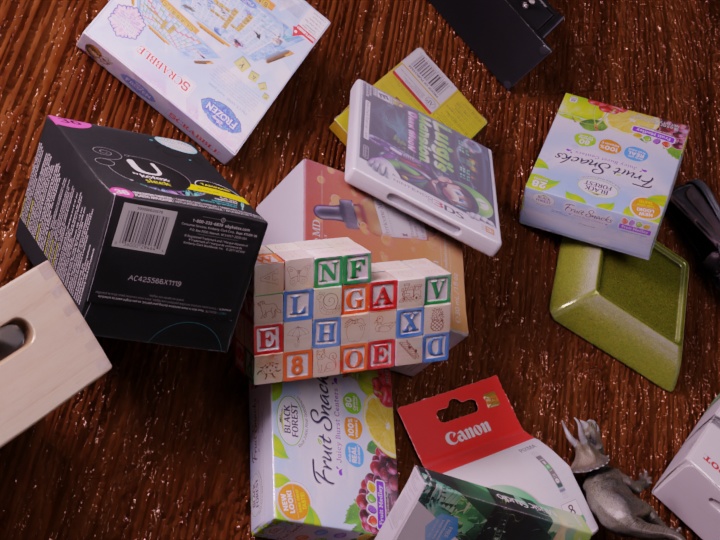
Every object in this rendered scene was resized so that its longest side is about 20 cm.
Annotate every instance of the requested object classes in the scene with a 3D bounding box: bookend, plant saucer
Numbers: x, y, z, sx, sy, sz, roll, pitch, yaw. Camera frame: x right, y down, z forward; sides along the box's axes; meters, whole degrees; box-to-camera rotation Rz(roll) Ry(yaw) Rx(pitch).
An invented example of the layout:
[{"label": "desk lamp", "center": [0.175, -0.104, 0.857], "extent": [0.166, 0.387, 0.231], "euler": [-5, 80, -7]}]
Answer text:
[{"label": "bookend", "center": [0.197, -0.376, 1.793], "extent": [0.200, 0.092, 0.199], "euler": [48, 46, -3]}, {"label": "plant saucer", "center": [0.335, 0.018, 1.681], "extent": [0.199, 0.048, 0.201], "euler": [31, 49, -17]}]

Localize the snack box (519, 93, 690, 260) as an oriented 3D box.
[{"label": "snack box", "center": [0.305, -0.120, 1.682], "extent": [0.167, 0.068, 0.201], "euler": [16, 48, 12]}]

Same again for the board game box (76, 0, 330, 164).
[{"label": "board game box", "center": [-0.163, -0.251, 1.441], "extent": [0.200, 0.041, 0.200], "euler": [39, 66, -11]}]

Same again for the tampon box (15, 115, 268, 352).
[{"label": "tampon box", "center": [-0.198, -0.036, 1.200], "extent": [0.149, 0.127, 0.200], "euler": [9, 20, -33]}]

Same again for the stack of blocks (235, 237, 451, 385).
[{"label": "stack of blocks", "center": [-0.016, 0.032, 1.271], "extent": [0.198, 0.059, 0.116], "euler": [-5, 108, -22]}]

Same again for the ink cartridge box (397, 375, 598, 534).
[{"label": "ink cartridge box", "center": [0.146, 0.210, 1.422], "extent": [0.160, 0.050, 0.202], "euler": [-13, 73, -41]}]

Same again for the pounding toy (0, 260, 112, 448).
[{"label": "pounding toy", "center": [-0.318, 0.066, 1.090], "extent": [0.200, 0.183, 0.143], "euler": [-38, 100, -44]}]

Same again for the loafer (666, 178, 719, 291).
[{"label": "loafer", "center": [0.465, -0.027, 1.803], "extent": [0.062, 0.072, 0.201], "euler": [-16, 66, -21]}]

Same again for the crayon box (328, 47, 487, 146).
[{"label": "crayon box", "center": [0.050, -0.163, 1.579], "extent": [0.127, 0.051, 0.200], "euler": [48, 45, -1]}]

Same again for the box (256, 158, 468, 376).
[{"label": "box", "center": [0.000, 0.000, 1.402], "extent": [0.198, 0.106, 0.154], "euler": [17, 54, -28]}]

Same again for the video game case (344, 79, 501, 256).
[{"label": "video game case", "center": [0.068, -0.115, 1.463], "extent": [0.181, 0.023, 0.201], "euler": [27, 31, -16]}]

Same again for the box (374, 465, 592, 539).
[{"label": "box", "center": [0.105, 0.275, 1.288], "extent": [0.198, 0.145, 0.036], "euler": [19, 19, -27]}]

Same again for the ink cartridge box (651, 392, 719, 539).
[{"label": "ink cartridge box", "center": [0.451, 0.234, 1.593], "extent": [0.146, 0.085, 0.200], "euler": [42, 46, 9]}]

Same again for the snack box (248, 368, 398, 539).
[{"label": "snack box", "center": [-0.036, 0.161, 1.311], "extent": [0.141, 0.053, 0.202], "euler": [13, 56, -28]}]

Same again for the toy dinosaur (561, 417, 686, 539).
[{"label": "toy dinosaur", "center": [0.278, 0.254, 1.455], "extent": [0.102, 0.077, 0.201], "euler": [18, 30, -29]}]
